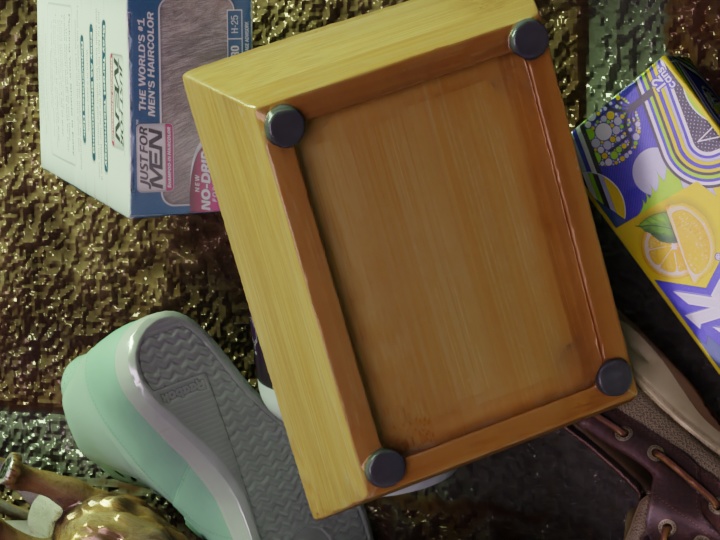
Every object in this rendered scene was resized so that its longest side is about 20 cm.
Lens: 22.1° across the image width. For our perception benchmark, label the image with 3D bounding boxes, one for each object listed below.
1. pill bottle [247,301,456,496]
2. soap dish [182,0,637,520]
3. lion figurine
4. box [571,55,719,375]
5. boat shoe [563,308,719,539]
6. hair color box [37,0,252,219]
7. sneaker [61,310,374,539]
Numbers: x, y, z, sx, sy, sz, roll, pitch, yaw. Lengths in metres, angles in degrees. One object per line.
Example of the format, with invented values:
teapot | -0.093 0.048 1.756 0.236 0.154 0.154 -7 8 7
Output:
pill bottle | 0.000 0.000 0.879 0.111 0.112 0.203 -2 103 23
soap dish | 0.029 -0.010 0.781 0.156 0.081 0.202 -18 100 -13
lion figurine | -0.155 0.137 0.978 0.122 0.200 0.073 26 89 -25
box | 0.176 0.002 0.834 0.070 0.064 0.201 -38 83 20
boat shoe | 0.149 0.106 0.848 0.072 0.072 0.200 -39 77 -10
hair color box | -0.106 -0.088 0.878 0.060 0.200 0.101 -4 101 -20
sneaker | -0.076 0.111 0.972 0.201 0.074 0.118 54 148 -13
